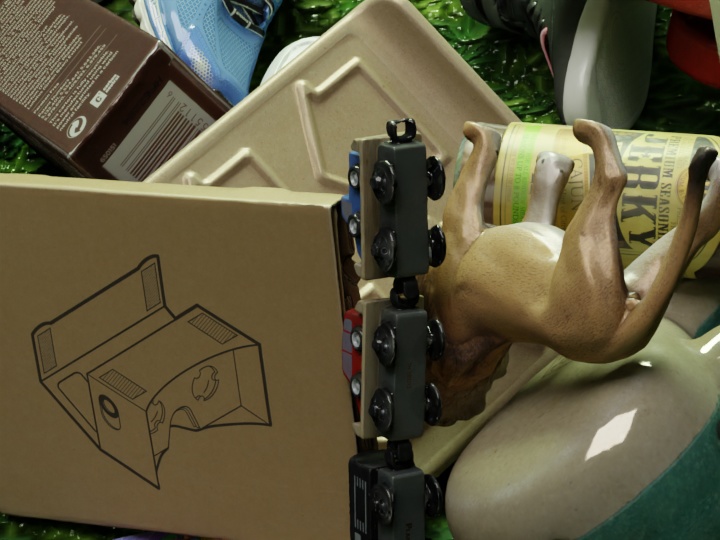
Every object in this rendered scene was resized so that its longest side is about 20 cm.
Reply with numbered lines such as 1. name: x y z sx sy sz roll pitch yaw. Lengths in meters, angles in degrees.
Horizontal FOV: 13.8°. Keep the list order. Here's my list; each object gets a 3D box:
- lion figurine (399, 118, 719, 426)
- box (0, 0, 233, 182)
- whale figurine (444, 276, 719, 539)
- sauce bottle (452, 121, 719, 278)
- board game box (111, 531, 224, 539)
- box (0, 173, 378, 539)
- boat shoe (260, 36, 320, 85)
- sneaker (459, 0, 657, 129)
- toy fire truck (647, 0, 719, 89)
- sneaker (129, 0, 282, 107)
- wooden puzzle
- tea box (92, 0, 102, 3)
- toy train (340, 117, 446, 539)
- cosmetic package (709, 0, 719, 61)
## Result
1. lion figurine: 0.074 0.005 1.211 0.200 0.072 0.123 -2 69 65
2. box: -0.126 -0.080 1.445 0.075 0.100 0.200 -52 35 -5
3. whale figurine: 0.118 0.077 1.254 0.159 0.104 0.200 -33 10 30
4. sauce bottle: 0.141 -0.029 1.293 0.199 0.065 0.065 3 46 14
5. board game box: -0.097 0.174 1.254 0.157 0.039 0.200 -13 43 6
6. box: -0.086 0.040 1.297 0.199 0.164 0.021 4 23 28
7. boat shoe: -0.020 -0.060 1.455 0.073 0.067 0.200 -13 42 5
8. sneaker: 0.092 -0.126 1.490 0.099 0.071 0.200 -6 39 17
9. toy fire truck: 0.156 -0.183 1.433 0.167 0.113 0.200 21 37 17
10. sneaker: -0.062 -0.167 1.550 0.089 0.079 0.201 -15 51 26
11. wooden puzzle: 0.000 0.000 1.351 0.200 0.046 0.185 -41 84 -20
12. tea box: -0.184 -0.255 1.618 0.200 0.197 0.133 -38 46 -22
13. toy train: 0.013 0.035 1.223 0.034 0.201 0.046 -7 16 -28
14. cosmetic package: 0.211 -0.099 1.318 0.071 0.200 0.101 -29 43 -13
